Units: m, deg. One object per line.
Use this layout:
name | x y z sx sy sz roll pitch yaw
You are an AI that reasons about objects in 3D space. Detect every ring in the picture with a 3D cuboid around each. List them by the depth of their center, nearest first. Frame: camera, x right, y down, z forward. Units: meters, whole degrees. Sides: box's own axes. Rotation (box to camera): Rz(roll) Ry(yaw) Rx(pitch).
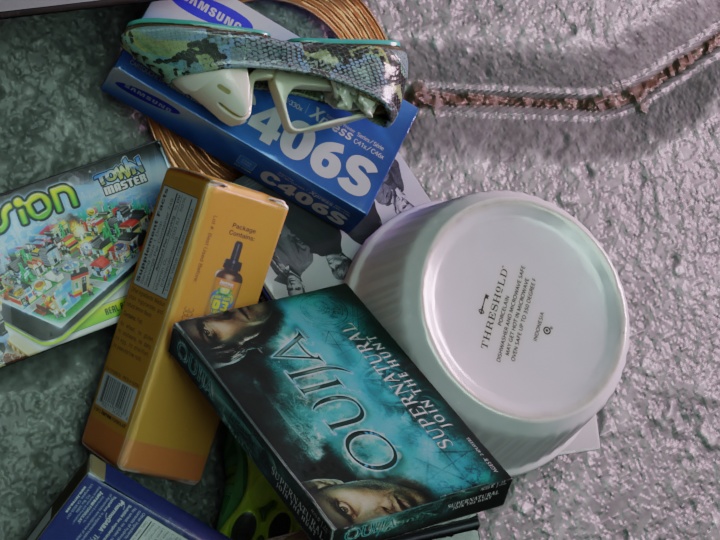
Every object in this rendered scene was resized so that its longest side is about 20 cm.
ring | -0.064 -0.129 1.493 0.200 0.019 0.201 3 81 -23

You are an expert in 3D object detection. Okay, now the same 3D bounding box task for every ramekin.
ramekin | 0.093 0.038 1.425 0.202 0.094 0.203 7 72 -22

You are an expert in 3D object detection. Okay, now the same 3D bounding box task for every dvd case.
dvd case | 0.000 0.000 1.464 0.150 0.025 0.200 -33 89 -27

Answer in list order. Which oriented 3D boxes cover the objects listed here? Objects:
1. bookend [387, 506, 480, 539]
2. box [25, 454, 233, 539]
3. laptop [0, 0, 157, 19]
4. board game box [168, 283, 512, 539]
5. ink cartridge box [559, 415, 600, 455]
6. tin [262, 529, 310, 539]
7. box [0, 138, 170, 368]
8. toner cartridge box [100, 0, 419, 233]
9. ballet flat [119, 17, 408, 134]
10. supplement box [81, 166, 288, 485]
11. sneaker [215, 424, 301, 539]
bookend | 0.043 0.255 1.382 0.092 0.199 0.200 -13 89 -5
box | -0.130 0.221 1.376 0.200 0.032 0.121 34 105 -16
laptop | -0.194 -0.276 1.382 0.187 0.116 0.200 -13 46 -34
board game box | -0.015 0.089 1.310 0.135 0.028 0.200 -13 44 -33
ink cartridge box | 0.069 0.057 1.515 0.200 0.045 0.177 -6 86 -25
tin | -0.046 0.220 1.299 0.042 0.200 0.112 -42 110 -53
box | -0.208 -0.005 1.400 0.200 0.035 0.110 -22 92 -25
toner cartridge box | -0.068 -0.118 1.437 0.200 0.043 0.095 30 64 -9
ballet flat | -0.061 -0.126 1.382 0.200 0.074 0.074 2 82 -17
supplement box | -0.118 0.036 1.386 0.066 0.069 0.200 17 95 -35
sneaker | -0.061 0.140 1.423 0.074 0.084 0.200 8 100 -5
